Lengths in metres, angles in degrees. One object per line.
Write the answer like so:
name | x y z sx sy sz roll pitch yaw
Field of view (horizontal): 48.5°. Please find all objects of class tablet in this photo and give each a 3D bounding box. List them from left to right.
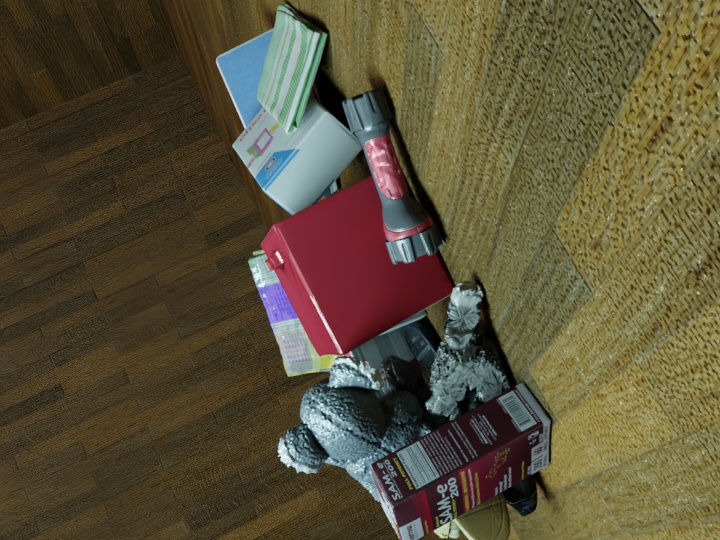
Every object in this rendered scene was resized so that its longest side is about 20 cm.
tablet | -0.141 -0.279 1.302 0.014 0.129 0.202 -53 -60 -78

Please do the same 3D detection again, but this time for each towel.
towel | -0.105 -0.290 1.146 0.200 0.023 0.154 52 128 56
towel | -0.096 0.061 1.193 0.143 0.023 0.202 -9 100 47

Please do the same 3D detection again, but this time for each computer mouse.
computer mouse | 0.131 0.158 1.207 0.201 0.034 0.059 58 148 13

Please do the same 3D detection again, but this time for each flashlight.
flashlight | 0.036 -0.111 0.938 0.068 0.067 0.202 -37 -69 -57

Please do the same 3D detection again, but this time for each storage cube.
storage cube | -0.011 -0.004 1.055 0.181 0.199 0.171 61 165 0

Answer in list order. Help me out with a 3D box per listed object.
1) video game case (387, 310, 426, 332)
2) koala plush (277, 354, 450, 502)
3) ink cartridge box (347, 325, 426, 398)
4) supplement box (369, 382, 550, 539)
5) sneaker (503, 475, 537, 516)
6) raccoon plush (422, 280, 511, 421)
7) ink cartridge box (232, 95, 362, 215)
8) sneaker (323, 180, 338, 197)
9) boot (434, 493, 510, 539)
video game case | 0.000 0.000 1.195 0.018 0.142 0.202 -43 70 52
koala plush | 0.004 0.190 0.983 0.200 0.178 0.184 37 -176 -41
ink cartridge box | 0.029 0.142 1.241 0.083 0.175 0.202 -24 90 41
supplement box | 0.116 0.220 0.903 0.061 0.198 0.109 56 168 40
sneaker | 0.174 0.260 1.082 0.200 0.069 0.079 -145 37 -71
raccoon plush | 0.130 0.092 0.980 0.134 0.095 0.202 -102 21 -70
ink cartridge box | -0.100 -0.187 1.196 0.084 0.145 0.200 37 -172 -33
sneaker | -0.115 -0.199 1.384 0.075 0.114 0.202 52 163 54
boot | 0.132 0.313 1.052 0.200 0.072 0.157 50 156 46
